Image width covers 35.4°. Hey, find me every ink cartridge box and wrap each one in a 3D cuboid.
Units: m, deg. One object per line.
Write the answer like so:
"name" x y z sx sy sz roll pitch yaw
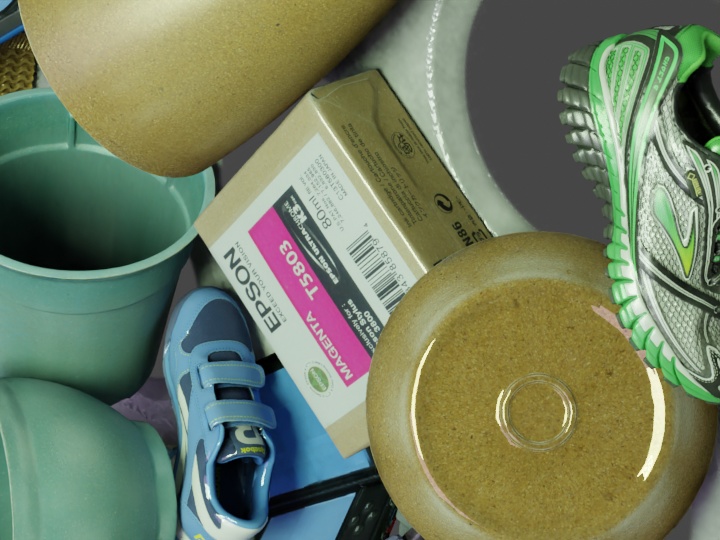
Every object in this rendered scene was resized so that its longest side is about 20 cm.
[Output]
"ink cartridge box" 0.000 0.000 0.738 0.201 0.075 0.165 55 134 7

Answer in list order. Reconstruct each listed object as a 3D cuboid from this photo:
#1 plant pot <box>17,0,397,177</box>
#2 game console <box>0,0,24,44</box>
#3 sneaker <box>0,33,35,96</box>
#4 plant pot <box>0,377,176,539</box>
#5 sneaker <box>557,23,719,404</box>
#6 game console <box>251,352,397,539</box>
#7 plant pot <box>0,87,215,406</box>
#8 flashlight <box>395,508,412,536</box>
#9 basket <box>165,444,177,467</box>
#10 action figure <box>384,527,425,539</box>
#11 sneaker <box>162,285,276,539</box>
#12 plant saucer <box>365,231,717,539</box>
"plant pot" -0.066 -0.177 0.662 0.199 0.186 0.187 -21 94 33
"game console" -0.304 -0.235 0.844 0.199 0.171 0.119 -22 120 25
"sneaker" -0.342 -0.146 0.995 0.090 0.075 0.201 46 127 28
"plant pot" -0.216 0.173 0.821 0.200 0.133 0.202 -1 89 56
"sneaker" 0.168 -0.026 0.570 0.085 0.078 0.201 -15 98 44
"game console" -0.070 0.166 0.852 0.119 0.173 0.200 43 139 -18
"plant pot" -0.222 -0.003 0.872 0.200 0.200 0.197 40 140 22
"flashlight" 0.114 0.198 0.723 0.199 0.068 0.068 26 91 38
"basket" -0.245 0.230 0.974 0.175 0.200 0.140 6 113 40
"action figure" 0.067 0.156 0.692 0.130 0.200 0.069 45 176 40
"sneaker" -0.099 0.108 0.837 0.082 0.074 0.202 -20 71 53
"plant saucer" 0.099 0.078 0.626 0.199 0.035 0.202 0 88 8
